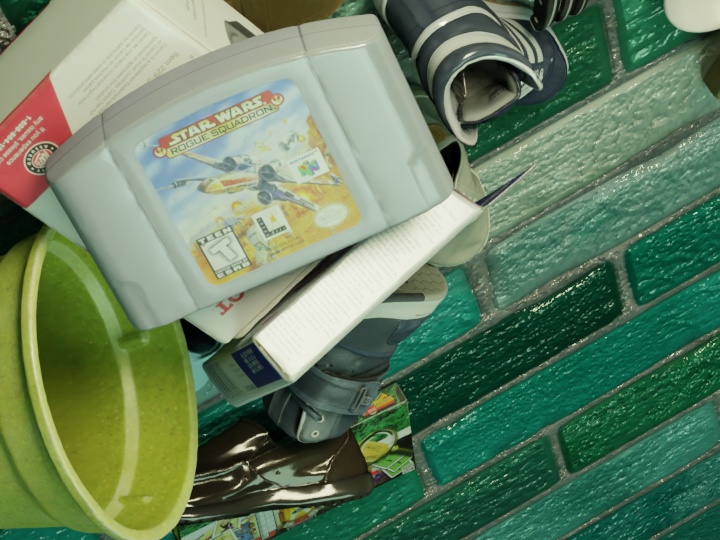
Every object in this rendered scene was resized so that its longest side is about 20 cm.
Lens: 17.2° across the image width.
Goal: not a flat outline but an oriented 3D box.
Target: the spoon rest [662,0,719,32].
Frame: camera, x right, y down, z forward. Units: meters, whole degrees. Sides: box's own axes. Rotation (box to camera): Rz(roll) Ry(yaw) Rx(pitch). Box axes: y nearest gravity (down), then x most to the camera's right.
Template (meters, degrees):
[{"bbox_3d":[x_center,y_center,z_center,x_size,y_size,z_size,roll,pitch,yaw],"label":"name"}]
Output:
[{"bbox_3d":[0.288,-0.219,1.573,0.199,0.061,0.100,-30,147,-5],"label":"spoon rest"}]

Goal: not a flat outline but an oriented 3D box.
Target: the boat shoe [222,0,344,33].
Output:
[{"bbox_3d":[-0.050,-0.161,1.381,0.073,0.063,0.202,12,124,-16],"label":"boat shoe"}]

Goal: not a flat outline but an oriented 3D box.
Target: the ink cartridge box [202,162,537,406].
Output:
[{"bbox_3d":[0.000,0.000,1.451,0.200,0.043,0.196,-42,-178,-15],"label":"ink cartridge box"}]

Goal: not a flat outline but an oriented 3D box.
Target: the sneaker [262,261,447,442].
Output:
[{"bbox_3d":[-0.045,0.051,1.635,0.201,0.077,0.147,7,128,-46],"label":"sneaker"}]

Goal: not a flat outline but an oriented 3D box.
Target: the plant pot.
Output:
[{"bbox_3d":[-0.222,0.078,1.414,0.183,0.202,0.200,-13,152,20],"label":"plant pot"}]

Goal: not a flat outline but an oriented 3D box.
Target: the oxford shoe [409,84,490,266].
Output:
[{"bbox_3d":[0.050,-0.049,1.602,0.075,0.058,0.200,-32,149,-4],"label":"oxford shoe"}]

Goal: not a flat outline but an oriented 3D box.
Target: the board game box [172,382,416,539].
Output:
[{"bbox_3d":[-0.052,0.162,1.827,0.199,0.024,0.105,-25,144,-11],"label":"board game box"}]

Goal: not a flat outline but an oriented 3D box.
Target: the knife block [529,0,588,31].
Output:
[{"bbox_3d":[0.123,-0.218,1.405,0.176,0.064,0.199,-44,156,27],"label":"knife block"}]

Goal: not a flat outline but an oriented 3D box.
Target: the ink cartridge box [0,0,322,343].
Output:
[{"bbox_3d":[-0.104,-0.073,1.345,0.147,0.086,0.200,-42,123,20],"label":"ink cartridge box"}]

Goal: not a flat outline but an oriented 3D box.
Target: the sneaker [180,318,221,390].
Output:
[{"bbox_3d":[-0.122,0.039,1.550,0.073,0.082,0.201,-24,146,-10],"label":"sneaker"}]

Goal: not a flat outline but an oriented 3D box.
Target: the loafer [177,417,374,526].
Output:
[{"bbox_3d":[-0.090,0.145,1.742,0.198,0.072,0.073,-6,174,-18],"label":"loafer"}]

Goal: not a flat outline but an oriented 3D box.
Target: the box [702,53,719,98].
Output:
[{"bbox_3d":[0.317,-0.180,1.606,0.163,0.021,0.200,-29,174,-3],"label":"box"}]

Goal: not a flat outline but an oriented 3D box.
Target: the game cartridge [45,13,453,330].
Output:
[{"bbox_3d":[-0.062,-0.056,1.292,0.199,0.042,0.134,-24,130,6],"label":"game cartridge"}]

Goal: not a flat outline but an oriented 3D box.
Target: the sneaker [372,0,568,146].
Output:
[{"bbox_3d":[0.087,-0.121,1.489,0.070,0.109,0.200,-41,146,16],"label":"sneaker"}]
